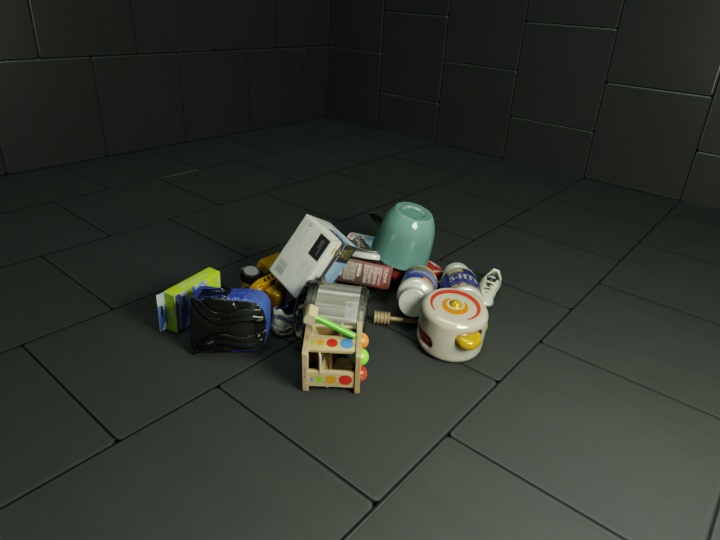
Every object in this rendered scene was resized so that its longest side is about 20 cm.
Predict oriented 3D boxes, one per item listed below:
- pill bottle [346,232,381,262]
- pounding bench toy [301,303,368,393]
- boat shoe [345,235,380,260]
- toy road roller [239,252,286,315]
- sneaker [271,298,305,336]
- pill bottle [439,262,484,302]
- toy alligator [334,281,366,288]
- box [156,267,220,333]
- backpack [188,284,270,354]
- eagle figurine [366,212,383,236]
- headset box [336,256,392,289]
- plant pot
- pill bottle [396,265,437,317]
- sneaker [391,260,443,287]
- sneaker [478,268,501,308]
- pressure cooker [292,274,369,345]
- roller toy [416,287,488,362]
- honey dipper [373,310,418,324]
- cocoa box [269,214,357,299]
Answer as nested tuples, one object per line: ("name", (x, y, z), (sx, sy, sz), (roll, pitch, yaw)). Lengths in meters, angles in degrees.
("pill bottle", (0.045, -0.060, 1.893), (0.197, 0.110, 0.109), (14, 28, 19))
("pounding bench toy", (-0.056, 0.175, 1.298), (0.153, 0.202, 0.125), (3, 36, 0))
("boat shoe", (-0.011, -0.078, 1.738), (0.069, 0.067, 0.199), (8, 7, -42))
("toy road roller", (-0.264, 0.051, 1.638), (0.145, 0.124, 0.199), (33, 38, 22))
("sneaker", (-0.160, 0.117, 1.545), (0.198, 0.089, 0.075), (-19, 32, -39))
("pill bottle", (0.304, 0.059, 1.675), (0.118, 0.121, 0.201), (3, 26, 0))
("toy alligator", (-0.081, 0.061, 1.713), (0.197, 0.060, 0.054), (3, -17, -19))
("box", (-0.474, 0.085, 1.534), (0.047, 0.124, 0.200), (18, 30, 24))
("backpack", (-0.333, 0.115, 1.447), (0.197, 0.165, 0.168), (2, 23, 1))
("eagle figurine", (0.105, -0.107, 1.963), (0.197, 0.154, 0.151), (14, -13, -14))
("headset box", (0.000, 0.000, 1.728), (0.197, 0.076, 0.148), (11, 6, -19))
("plant pot", (0.149, -0.122, 1.767), (0.198, 0.163, 0.202), (12, 31, -8))
("pill bottle", (0.167, 0.064, 1.629), (0.110, 0.114, 0.200), (8, 18, 10))
("sneaker", (0.189, 0.009, 1.834), (0.197, 0.079, 0.116), (11, 16, -12))
("sneaker", (0.404, 0.056, 1.746), (0.071, 0.073, 0.200), (14, 30, 18))
("pressure cooker", (-0.080, 0.117, 1.450), (0.197, 0.181, 0.177), (6, 31, 2))
("roller toy", (0.245, 0.140, 1.468), (0.180, 0.141, 0.200), (16, 34, 17))
("honey dipper", (0.136, 0.145, 1.586), (0.197, 0.038, 0.038), (7, 26, -2))
("cocoa box", (-0.132, -0.032, 1.555), (0.133, 0.201, 0.131), (42, 14, 26))
